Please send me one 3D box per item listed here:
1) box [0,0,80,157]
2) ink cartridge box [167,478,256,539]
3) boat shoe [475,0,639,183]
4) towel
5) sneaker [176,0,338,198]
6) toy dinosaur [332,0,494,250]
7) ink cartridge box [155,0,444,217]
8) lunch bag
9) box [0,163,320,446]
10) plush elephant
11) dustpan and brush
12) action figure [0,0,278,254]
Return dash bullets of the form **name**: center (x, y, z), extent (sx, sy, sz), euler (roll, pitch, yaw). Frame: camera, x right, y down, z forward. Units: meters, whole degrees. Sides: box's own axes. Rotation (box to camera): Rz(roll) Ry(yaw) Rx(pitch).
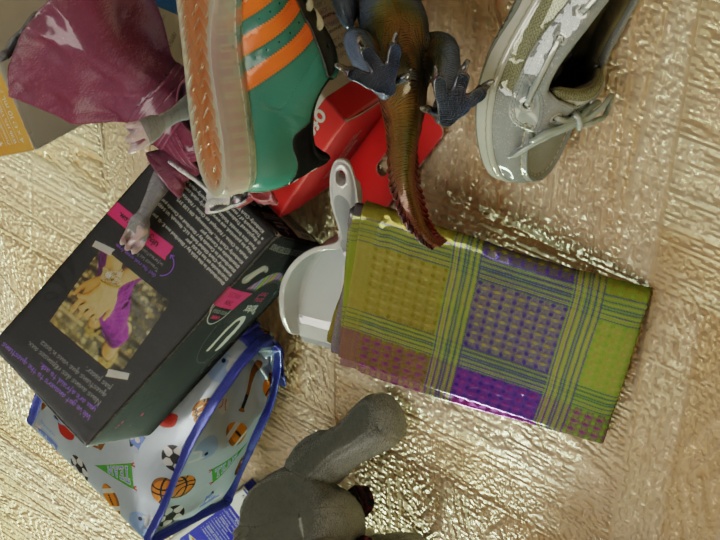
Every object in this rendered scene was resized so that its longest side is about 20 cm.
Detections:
- **box**: center (-0.301, -0.160, 1.153), extent (0.200, 0.097, 0.125), euler (-4, 114, 46)
- **ink cartridge box**: center (-0.105, 0.252, 1.301), extent (0.100, 0.039, 0.200), euler (53, 142, 2)
- **boat shoe**: center (0.118, -0.124, 0.787), extent (0.065, 0.074, 0.202), euler (38, 131, 25)
- **towel**: center (0.076, 0.033, 0.932), extent (0.199, 0.023, 0.144), euler (17, 133, 9)
- **sneaker**: center (-0.055, -0.142, 0.808), extent (0.071, 0.080, 0.201), euler (39, 136, 54)
- **toy dinosaur**: center (0.002, -0.144, 0.830), extent (0.182, 0.105, 0.201), euler (-115, 34, -59)
- **ink cartridge box**: center (-0.051, -0.121, 0.958), extent (0.200, 0.067, 0.116), euler (47, 140, 7)
- **lunch bag**: center (-0.157, 0.084, 1.162), extent (0.170, 0.124, 0.200), euler (37, 123, 23)
- **box**: center (-0.141, 0.017, 1.028), extent (0.106, 0.122, 0.200), euler (44, 98, 11)
- **plush elephant**: center (-0.018, 0.218, 1.118), extent (0.200, 0.155, 0.165), euler (-24, 56, 18)
- **dustpan and brush**: center (0.000, 0.000, 0.981), extent (0.139, 0.057, 0.201), euler (15, 128, 22)
- **action figure**: center (-0.129, -0.109, 0.931), extent (0.200, 0.149, 0.134), euler (37, 149, -9)
